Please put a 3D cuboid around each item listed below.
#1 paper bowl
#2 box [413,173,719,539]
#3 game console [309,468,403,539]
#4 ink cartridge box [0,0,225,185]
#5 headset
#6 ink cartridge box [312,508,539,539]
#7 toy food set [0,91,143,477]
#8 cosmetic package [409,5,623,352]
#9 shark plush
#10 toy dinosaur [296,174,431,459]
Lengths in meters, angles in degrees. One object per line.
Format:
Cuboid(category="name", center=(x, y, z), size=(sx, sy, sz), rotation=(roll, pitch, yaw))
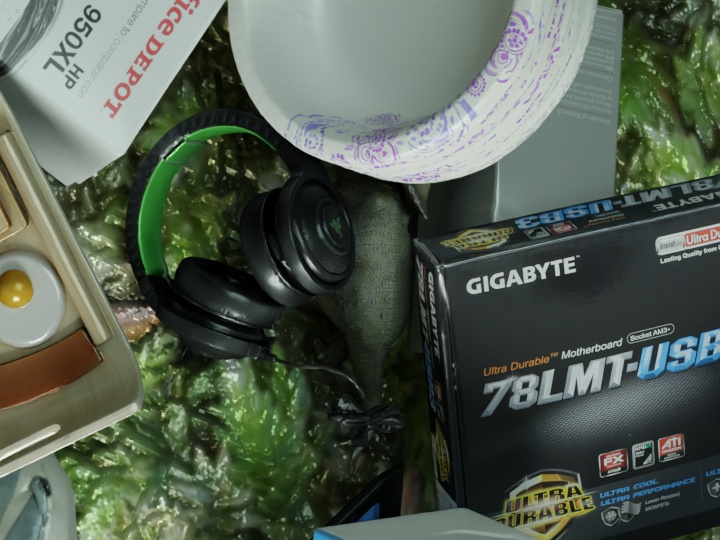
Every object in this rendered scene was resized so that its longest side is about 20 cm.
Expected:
Cuboid(category="paper bowl", center=(0.036, -0.146, 1.593), size=(0.104, 0.200, 0.202), rotation=(14, 71, -56))
Cuboid(category="box", center=(0.135, 0.060, 1.638), size=(0.199, 0.050, 0.199), rotation=(-12, 115, -16))
Cuboid(category="game console", center=(-0.016, 0.237, 1.593), size=(0.200, 0.116, 0.176), rotation=(-41, 99, -26))
Cuboid(category="ink cartridge box", center=(-0.183, -0.166, 1.609), size=(0.200, 0.084, 0.145), rotation=(38, 66, -15))
Cuboid(category="headset", center=(-0.047, 0.006, 1.614), size=(0.094, 0.123, 0.200), rotation=(10, 44, -57))
Cuboid(category="ink cartridge box", center=(0.025, 0.235, 1.571), size=(0.116, 0.067, 0.201), rotation=(-3, 105, -43))
Cuboid(category="toy food set", center=(-0.217, 0.011, 1.528), size=(0.143, 0.060, 0.201), rotation=(-26, 93, 10))
Cuboid(category="cosmetic package", center=(0.090, -0.051, 1.710), size=(0.090, 0.107, 0.201), rotation=(7, 78, -24))
Cuboid(category="shark plush", center=(-0.194, 0.129, 1.558), size=(0.083, 0.091, 0.201), rotation=(-5, 86, 3))
Cuboid(category="toy dinosaur", center=(0.000, 0.000, 1.656), size=(0.077, 0.102, 0.201), rotation=(20, 71, -21))
